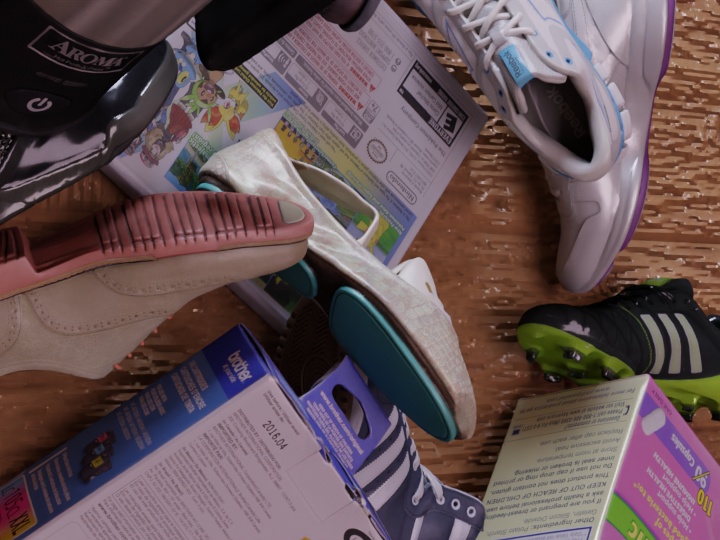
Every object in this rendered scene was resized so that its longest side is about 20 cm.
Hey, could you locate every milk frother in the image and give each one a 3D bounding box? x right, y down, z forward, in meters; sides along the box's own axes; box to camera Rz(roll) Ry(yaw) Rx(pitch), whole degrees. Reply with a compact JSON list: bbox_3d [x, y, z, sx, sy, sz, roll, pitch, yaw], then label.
[{"bbox_3d":[-0.104,-0.192,0.936,0.180,0.188,0.200,-10,73,-48],"label":"milk frother"}]

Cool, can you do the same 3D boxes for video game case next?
[{"bbox_3d":[-0.035,-0.076,1.139,0.200,0.022,0.182,44,67,-32],"label":"video game case"}]

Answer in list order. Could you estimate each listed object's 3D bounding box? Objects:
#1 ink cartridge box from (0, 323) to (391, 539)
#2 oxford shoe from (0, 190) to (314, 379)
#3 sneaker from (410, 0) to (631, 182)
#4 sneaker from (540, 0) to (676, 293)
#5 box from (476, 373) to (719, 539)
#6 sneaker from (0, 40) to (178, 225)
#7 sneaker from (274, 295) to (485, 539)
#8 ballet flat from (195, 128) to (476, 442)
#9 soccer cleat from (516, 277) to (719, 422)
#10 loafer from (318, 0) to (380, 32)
[{"bbox_3d":[-0.073,0.124,1.042,0.200,0.076,0.137,-33,116,-1],"label":"ink cartridge box"},{"bbox_3d":[-0.118,0.010,1.022,0.200,0.071,0.074,-11,111,-1],"label":"oxford shoe"},{"bbox_3d":[0.084,-0.131,1.154,0.075,0.087,0.200,-38,97,14],"label":"sneaker"},{"bbox_3d":[0.127,-0.087,1.244,0.099,0.075,0.200,7,103,-2],"label":"sneaker"},{"bbox_3d":[0.149,0.195,1.209,0.176,0.097,0.200,50,45,-29],"label":"box"},{"bbox_3d":[-0.178,-0.088,0.994,0.199,0.076,0.114,-33,119,-25],"label":"sneaker"},{"bbox_3d":[0.013,0.096,1.150,0.108,0.070,0.200,-8,110,-33],"label":"sneaker"},{"bbox_3d":[0.000,0.000,1.057,0.062,0.067,0.200,-40,75,-23],"label":"ballet flat"},{"bbox_3d":[0.166,0.038,1.281,0.200,0.067,0.081,19,73,-44],"label":"soccer cleat"},{"bbox_3d":[-0.013,-0.221,1.108,0.063,0.072,0.200,17,64,-23],"label":"loafer"}]
